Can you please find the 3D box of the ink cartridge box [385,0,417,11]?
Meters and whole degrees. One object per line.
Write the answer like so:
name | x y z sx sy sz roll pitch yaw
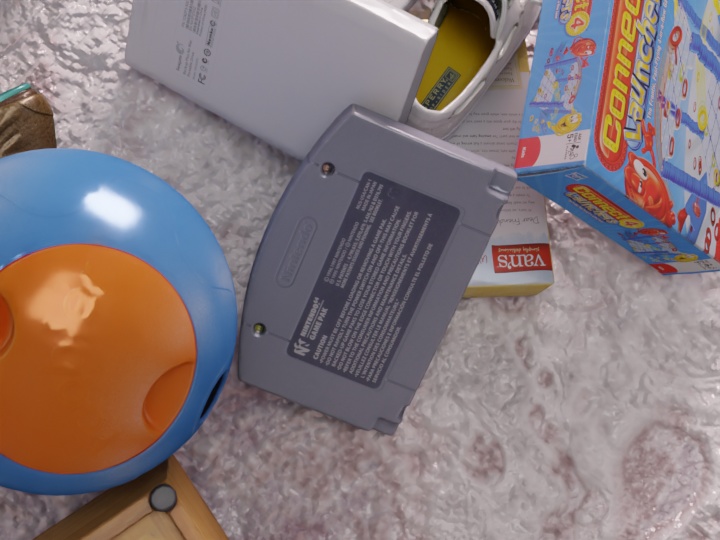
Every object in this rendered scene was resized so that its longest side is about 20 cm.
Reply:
ink cartridge box | -0.037 -0.248 0.832 0.200 0.068 0.116 42 84 -3

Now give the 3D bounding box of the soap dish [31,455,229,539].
soap dish | -0.126 0.233 0.755 0.157 0.081 0.200 -33 84 -17

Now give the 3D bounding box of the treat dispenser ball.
treat dispenser ball | -0.172 0.029 0.732 0.200 0.201 0.201 3 76 -11

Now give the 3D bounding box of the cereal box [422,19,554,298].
cereal box | 0.055 -0.079 0.889 0.144 0.040 0.200 -1 77 -12

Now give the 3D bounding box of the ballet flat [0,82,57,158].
ballet flat | -0.285 -0.052 0.807 0.200 0.068 0.072 -27 103 -20

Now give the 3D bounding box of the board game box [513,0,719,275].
board game box | 0.198 -0.122 0.867 0.196 0.056 0.200 26 69 -43

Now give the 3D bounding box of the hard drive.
hard drive | -0.058 -0.145 0.816 0.200 0.132 0.026 29 44 9

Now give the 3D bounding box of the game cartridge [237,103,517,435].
game cartridge | 0.000 0.000 0.809 0.133 0.041 0.200 21 110 -10

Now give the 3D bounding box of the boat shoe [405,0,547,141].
boat shoe | 0.081 -0.177 0.852 0.075 0.086 0.202 34 70 0
